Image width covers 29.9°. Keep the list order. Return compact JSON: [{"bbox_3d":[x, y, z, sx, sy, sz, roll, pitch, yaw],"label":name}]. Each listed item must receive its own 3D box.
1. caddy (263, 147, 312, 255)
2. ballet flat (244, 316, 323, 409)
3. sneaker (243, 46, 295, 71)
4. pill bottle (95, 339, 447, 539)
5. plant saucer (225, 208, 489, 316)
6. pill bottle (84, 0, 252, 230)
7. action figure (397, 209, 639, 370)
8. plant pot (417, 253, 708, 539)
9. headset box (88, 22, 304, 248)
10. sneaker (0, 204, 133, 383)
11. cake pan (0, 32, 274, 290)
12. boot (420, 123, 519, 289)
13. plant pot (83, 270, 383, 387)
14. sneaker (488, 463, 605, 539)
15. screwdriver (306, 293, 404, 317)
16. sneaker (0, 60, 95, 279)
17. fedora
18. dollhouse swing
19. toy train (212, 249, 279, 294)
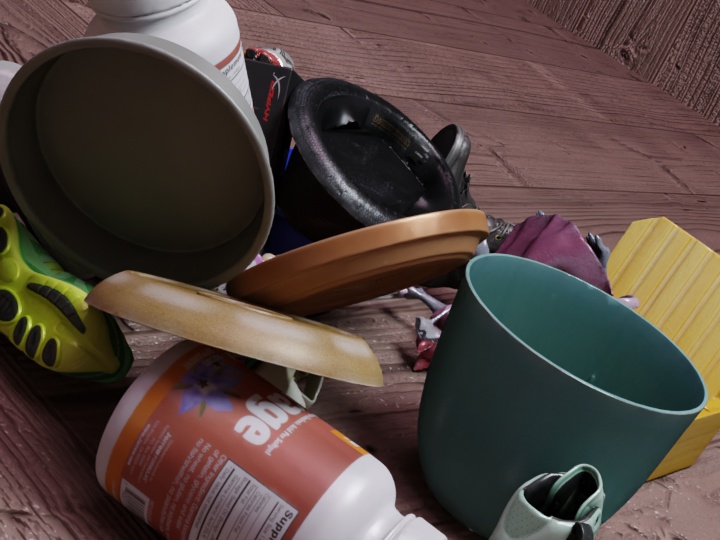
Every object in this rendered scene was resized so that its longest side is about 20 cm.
[{"bbox_3d":[-0.049,-0.058,1.258,0.141,0.106,0.199,38,24,25],"label":"caddy"},{"bbox_3d":[-0.062,0.083,0.993,0.069,0.070,0.200,28,21,3],"label":"ballet flat"},{"bbox_3d":[-0.135,-0.135,1.237,0.078,0.199,0.082,58,27,-3],"label":"sneaker"},{"bbox_3d":[-0.051,0.137,0.806,0.199,0.113,0.112,33,22,16],"label":"pill bottle"},{"bbox_3d":[0.000,0.000,0.988,0.199,0.199,0.033,-7,79,-55],"label":"plant saucer"},{"bbox_3d":[-0.137,-0.131,0.974,0.110,0.202,0.113,-6,35,4],"label":"pill bottle"},{"bbox_3d":[0.125,0.035,1.217,0.149,0.199,0.134,52,-18,-4],"label":"action figure"},{"bbox_3d":[0.134,0.110,1.013,0.198,0.162,0.201,22,21,-9],"label":"plant pot"},{"bbox_3d":[-0.161,-0.114,1.134,0.197,0.151,0.077,14,1,5],"label":"headset box"},{"bbox_3d":[-0.228,0.023,0.945,0.200,0.074,0.084,39,-6,40],"label":"sneaker"},{"bbox_3d":[-0.148,-0.074,0.913,0.198,0.201,0.037,26,39,-2],"label":"cake pan"},{"bbox_3d":[0.130,-0.042,1.312,0.172,0.202,0.070,12,39,-8],"label":"boot"},{"bbox_3d":[-0.077,0.034,0.860,0.197,0.028,0.200,16,-2,0],"label":"plant pot"},{"bbox_3d":[0.159,0.192,0.918,0.199,0.119,0.074,6,27,-45],"label":"sneaker"},{"bbox_3d":[-0.005,0.030,1.222,0.198,0.028,0.029,4,61,-46],"label":"screwdriver"},{"bbox_3d":[-0.255,-0.058,1.053,0.070,0.099,0.201,-12,61,-39],"label":"sneaker"},{"bbox_3d":[-0.005,-0.069,1.144,0.199,0.092,0.202,33,33,-24],"label":"fedora"},{"bbox_3d":[0.254,0.058,1.253,0.200,0.177,0.181,40,25,30],"label":"dollhouse swing"},{"bbox_3d":[-0.130,0.000,1.098,0.197,0.056,0.150,13,1,2],"label":"toy train"}]
